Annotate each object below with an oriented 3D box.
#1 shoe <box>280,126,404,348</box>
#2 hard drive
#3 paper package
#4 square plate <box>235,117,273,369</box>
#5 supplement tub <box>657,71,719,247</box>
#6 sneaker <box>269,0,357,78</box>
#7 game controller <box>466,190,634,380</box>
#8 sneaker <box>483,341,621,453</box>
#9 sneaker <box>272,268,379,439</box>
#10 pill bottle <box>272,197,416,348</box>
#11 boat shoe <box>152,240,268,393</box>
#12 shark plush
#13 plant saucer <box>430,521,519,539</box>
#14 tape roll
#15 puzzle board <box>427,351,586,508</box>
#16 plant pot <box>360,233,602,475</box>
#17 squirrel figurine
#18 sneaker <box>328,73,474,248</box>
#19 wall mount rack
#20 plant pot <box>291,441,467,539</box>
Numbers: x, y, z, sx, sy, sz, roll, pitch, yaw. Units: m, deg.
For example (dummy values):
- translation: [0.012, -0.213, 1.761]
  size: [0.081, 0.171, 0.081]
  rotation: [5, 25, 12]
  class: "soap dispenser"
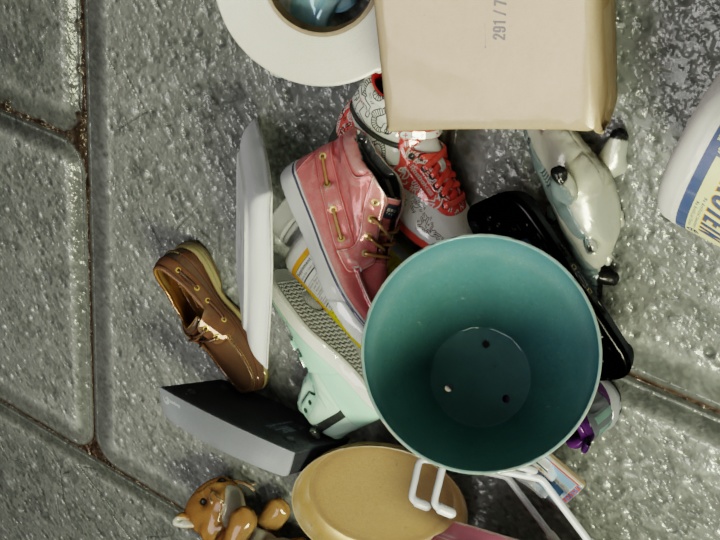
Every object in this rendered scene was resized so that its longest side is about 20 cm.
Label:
- translation: [0.005, -0.029, 0.978]
  size: [0.091, 0.071, 0.201]
  rotation: [-30, 80, 26]
  class: "shoe"
- translation: [-0.127, 0.181, 1.242]
  size: [0.199, 0.135, 0.043]
  rotation: [20, 99, 29]
  class: "hard drive"
- translation: [0.110, -0.220, 0.873]
  size: [0.189, 0.104, 0.201]
  rotation: [2, 114, 21]
  class: "paper package"
- translation: [-0.113, -0.032, 1.113]
  size: [0.028, 0.200, 0.199]
  rotation: [-1, 119, -10]
  class: "square plate"
- translation: [0.337, -0.059, 0.778]
  size: [0.199, 0.145, 0.146]
  rotation: [32, 127, 20]
  class: "supplement tub"
- translation: [-0.041, -0.282, 1.014]
  size: [0.081, 0.074, 0.201]
  rotation: [6, 114, 1]
  class: "sneaker"
- translation: [0.172, 0.016, 0.967]
  size: [0.201, 0.042, 0.104]
  rotation: [55, 167, -6]
  class: "game controller"
- translation: [0.150, 0.110, 1.036]
  size: [0.199, 0.087, 0.075]
  rotation: [20, 120, 28]
  class: "sneaker"
- translation: [-0.059, 0.102, 1.192]
  size: [0.201, 0.074, 0.118]
  rotation: [51, 125, 2]
  class: "sneaker"
- translation: [0.000, 0.000, 1.080]
  size: [0.200, 0.109, 0.109]
  rotation: [47, 131, 9]
  class: "pill bottle"
- translation: [-0.183, 0.065, 1.274]
  size: [0.072, 0.067, 0.201]
  rotation: [-28, 94, 41]
  class: "boat shoe"
- translation: [0.200, -0.053, 0.962]
  size: [0.083, 0.091, 0.201]
  rotation: [20, 145, 50]
  class: "shark plush"
- translation: [0.161, 0.300, 1.081]
  size: [0.199, 0.200, 0.051]
  rotation: [8, 75, 33]
  class: "plant saucer"
- translation: [-0.034, -0.268, 0.961]
  size: [0.201, 0.037, 0.204]
  rotation: [1, 110, 3]
  class: "tape roll"
- translation: [0.131, 0.162, 1.065]
  size: [0.200, 0.017, 0.151]
  rotation: [39, 167, 14]
  class: "puzzle board"
- translation: [0.105, 0.083, 0.940]
  size: [0.200, 0.200, 0.135]
  rotation: [40, 172, 14]
  class: "plant pot"
- translation: [-0.157, 0.367, 1.361]
  size: [0.186, 0.141, 0.201]
  rotation: [33, 125, 27]
  class: "squirrel figurine"
- translation: [0.060, -0.102, 1.014]
  size: [0.201, 0.067, 0.108]
  rotation: [44, 133, 14]
  class: "sneaker"
- translation: [0.143, 0.227, 1.052]
  size: [0.172, 0.075, 0.200]
  rotation: [14, 169, -6]
  class: "wall mount rack"
- translation: [0.022, 0.261, 1.198]
  size: [0.198, 0.028, 0.201]
  rotation: [5, 127, 6]
  class: "plant pot"
